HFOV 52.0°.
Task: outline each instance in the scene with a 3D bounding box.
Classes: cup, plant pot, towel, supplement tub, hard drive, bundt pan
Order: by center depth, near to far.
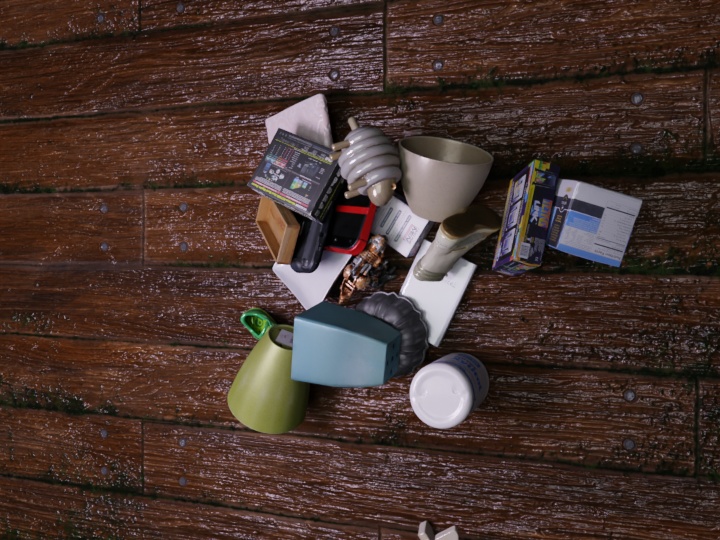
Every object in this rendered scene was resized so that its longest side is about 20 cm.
[{"bbox_3d":[0.189,0.245,1.538,0.131,0.200,0.133,1,92,20],"label":"supplement tub"},{"bbox_3d":[0.168,-0.186,1.554,0.199,0.200,0.144,18,116,19],"label":"cup"},{"bbox_3d":[-0.023,0.165,1.558,0.199,0.141,0.142,10,106,20],"label":"plant pot"},{"bbox_3d":[0.047,0.150,1.634,0.201,0.076,0.203,6,102,28],"label":"bundt pan"},{"bbox_3d":[0.158,0.050,1.636,0.131,0.027,0.201,28,100,18],"label":"hard drive"},{"bbox_3d":[-0.186,0.227,1.656,0.187,0.187,0.201,30,120,17],"label":"plant pot"},{"bbox_3d":[-0.134,-0.282,1.705,0.190,0.032,0.201,-13,86,41],"label":"towel"}]

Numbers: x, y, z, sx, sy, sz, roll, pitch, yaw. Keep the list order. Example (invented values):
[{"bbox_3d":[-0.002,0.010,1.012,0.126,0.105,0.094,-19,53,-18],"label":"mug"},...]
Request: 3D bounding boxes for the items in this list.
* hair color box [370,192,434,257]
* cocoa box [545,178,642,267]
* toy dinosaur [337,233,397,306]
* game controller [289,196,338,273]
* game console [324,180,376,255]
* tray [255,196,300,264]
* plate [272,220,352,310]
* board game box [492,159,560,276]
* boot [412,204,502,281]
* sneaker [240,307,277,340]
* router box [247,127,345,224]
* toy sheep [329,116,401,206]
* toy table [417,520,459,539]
[{"bbox_3d":[0.058,-0.126,1.649,0.200,0.060,0.100,36,107,17],"label":"hair color box"},{"bbox_3d":[0.426,-0.097,1.423,0.133,0.200,0.132,16,98,-5],"label":"cocoa box"},{"bbox_3d":[0.000,0.000,1.632,0.200,0.136,0.102,-35,83,26],"label":"toy dinosaur"},{"bbox_3d":[-0.104,-0.091,1.636,0.104,0.042,0.201,-4,68,61],"label":"game controller"},{"bbox_3d":[-0.039,-0.127,1.628,0.199,0.031,0.178,10,79,48],"label":"game console"},{"bbox_3d":[-0.190,-0.106,1.684,0.200,0.037,0.099,55,134,51],"label":"tray"},{"bbox_3d":[-0.100,-0.028,1.697,0.200,0.032,0.201,45,108,41],"label":"plate"},{"bbox_3d":[0.326,-0.099,1.464,0.056,0.165,0.201,14,82,-2],"label":"board game box"},{"bbox_3d":[0.205,-0.054,1.558,0.072,0.199,0.155,49,132,21],"label":"boot"},{"bbox_3d":[-0.203,0.157,1.745,0.199,0.084,0.074,27,100,17],"label":"sneaker"},{"bbox_3d":[-0.132,-0.208,1.614,0.199,0.062,0.150,27,87,32],"label":"router box"},{"bbox_3d":[0.013,-0.225,1.505,0.137,0.138,0.201,-24,82,19],"label":"toy sheep"},{"bbox_3d":[0.155,0.637,1.584,0.200,0.184,0.117,-35,96,6],"label":"toy table"}]
